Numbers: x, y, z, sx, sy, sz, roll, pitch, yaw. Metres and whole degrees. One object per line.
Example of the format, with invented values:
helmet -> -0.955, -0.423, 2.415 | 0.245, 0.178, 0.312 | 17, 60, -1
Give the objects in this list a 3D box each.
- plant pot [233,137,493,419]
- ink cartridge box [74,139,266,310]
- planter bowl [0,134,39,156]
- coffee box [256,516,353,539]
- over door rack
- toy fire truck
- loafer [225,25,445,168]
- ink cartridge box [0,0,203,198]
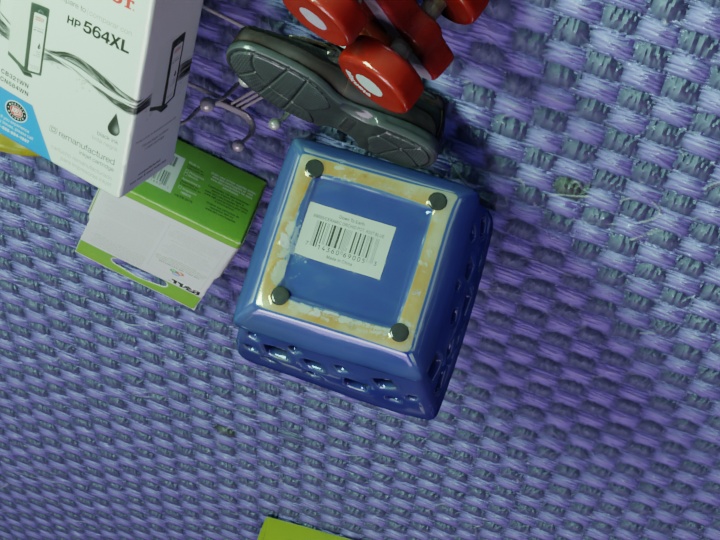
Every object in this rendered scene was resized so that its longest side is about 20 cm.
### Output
plant pot -> 0.000, 0.000, 1.562 | 0.199, 0.201, 0.180 | 17, 170, 7
ink cartridge box -> -0.196, -0.051, 1.798 | 0.147, 0.076, 0.200 | 26, 154, -8
planter bowl -> -0.334, -0.196, 1.625 | 0.199, 0.084, 0.201 | 18, 154, 9
coffee box -> -0.063, 0.502, 2.571 | 0.198, 0.201, 0.198 | 12, 152, 17
over door rack -> -0.143, -0.178, 1.535 | 0.199, 0.067, 0.147 | 34, 150, -23
toy fire truck -> -0.014, -0.218, 1.338 | 0.167, 0.112, 0.200 | 26, 166, 45
loafer -> -0.017, -0.153, 1.477 | 0.199, 0.063, 0.072 | 28, 154, -19
ink cartridge box -> -0.214, -0.184, 1.443 | 0.145, 0.084, 0.201 | 28, 129, 17
